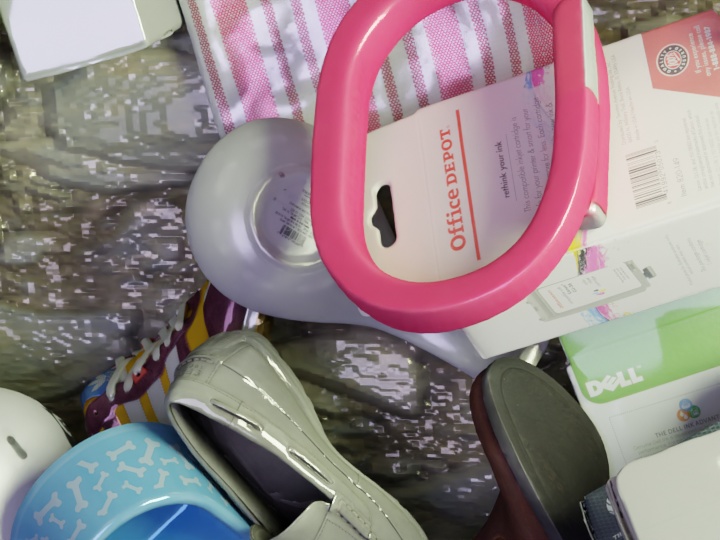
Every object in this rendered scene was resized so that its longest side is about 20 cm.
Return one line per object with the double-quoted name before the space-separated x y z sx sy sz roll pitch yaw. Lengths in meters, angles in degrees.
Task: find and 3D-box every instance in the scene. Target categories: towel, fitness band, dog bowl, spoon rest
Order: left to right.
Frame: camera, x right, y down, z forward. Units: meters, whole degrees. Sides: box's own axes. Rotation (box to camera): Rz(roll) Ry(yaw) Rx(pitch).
"dog bowl" -0.095 0.157 1.121 0.111 0.200 0.050 -44 47 1
"spoon rest" 0.000 0.000 1.109 0.200 0.061 0.100 34 80 -11
"towel" 0.004 -0.132 1.104 0.199 0.030 0.147 -14 100 16
"fitness band" 0.046 -0.064 1.019 0.143 0.037 0.201 -9 61 24

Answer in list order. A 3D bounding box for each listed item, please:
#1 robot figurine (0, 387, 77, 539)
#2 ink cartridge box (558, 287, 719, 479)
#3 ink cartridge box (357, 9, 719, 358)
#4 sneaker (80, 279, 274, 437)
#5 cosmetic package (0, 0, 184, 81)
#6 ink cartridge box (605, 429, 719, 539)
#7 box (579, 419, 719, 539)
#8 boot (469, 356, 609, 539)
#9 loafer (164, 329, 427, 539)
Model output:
"robot figurine" -0.238 0.117 1.162 0.200 0.150 0.125 2 68 38
"ink cartridge box" 0.171 0.068 1.103 0.104 0.059 0.201 -19 99 17
"ink cartridge box" 0.096 -0.035 1.047 0.199 0.117 0.068 -17 142 16
"sneaker" -0.103 0.060 1.155 0.090 0.075 0.201 17 107 2
"cosmetic package" -0.160 -0.203 1.083 0.074 0.102 0.201 -15 99 10
"ink cartridge box" 0.210 0.160 0.964 0.147 0.086 0.200 -22 127 4
"box" 0.227 0.123 1.025 0.200 0.051 0.158 -31 125 9
"boot" 0.052 0.148 1.133 0.200 0.068 0.189 -19 111 41
"loafer" -0.028 0.123 1.085 0.200 0.070 0.070 51 132 -7
